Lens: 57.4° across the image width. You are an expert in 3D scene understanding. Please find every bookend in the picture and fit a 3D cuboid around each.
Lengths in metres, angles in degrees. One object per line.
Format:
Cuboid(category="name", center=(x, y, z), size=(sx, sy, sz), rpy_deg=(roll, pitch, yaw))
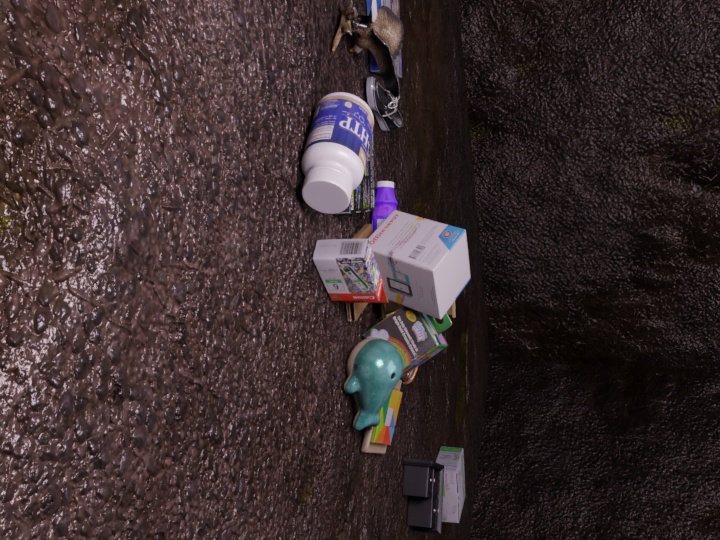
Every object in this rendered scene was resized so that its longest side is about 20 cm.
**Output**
Cuboid(category="bookend", center=(0.186, 0.678, 1.970), size=(0.200, 0.089, 0.205), rpy_deg=(48, 44, -63))

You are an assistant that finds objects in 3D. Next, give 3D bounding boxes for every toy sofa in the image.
Cuboid(category="toy sofa", center=(0.144, 0.075, 1.674), size=(0.098, 0.193, 0.086), rpy_deg=(-81, 164, -72))

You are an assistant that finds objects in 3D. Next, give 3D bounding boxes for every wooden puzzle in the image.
Cuboid(category="wooden puzzle", center=(0.060, 0.353, 1.611), size=(0.200, 0.036, 0.191), rpy_deg=(42, 61, -68))

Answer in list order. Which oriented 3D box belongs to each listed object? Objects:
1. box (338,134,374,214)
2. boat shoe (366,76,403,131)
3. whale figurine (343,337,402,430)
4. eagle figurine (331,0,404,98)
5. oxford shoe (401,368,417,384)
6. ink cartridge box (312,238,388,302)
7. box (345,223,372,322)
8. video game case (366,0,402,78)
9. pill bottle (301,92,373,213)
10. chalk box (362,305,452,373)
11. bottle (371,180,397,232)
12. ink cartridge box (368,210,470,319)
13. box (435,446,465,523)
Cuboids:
Cuboid(category="box", center=(-0.014, -0.227, 1.428), size=(0.192, 0.046, 0.207), rpy_deg=(-20, 110, -69))
Cuboid(category="boat shoe", center=(0.064, -0.415, 1.647), size=(0.200, 0.066, 0.076), rpy_deg=(57, 37, -60))
Cuboid(category="whale figurine", center=(0.034, 0.254, 1.440), size=(0.156, 0.102, 0.207), rpy_deg=(2, 97, -43))
Cuboid(category="eagle figurine", center=(0.034, -0.496, 1.427), size=(0.155, 0.196, 0.151), rpy_deg=(-60, -152, 8))
Cuboid(category="oxford shoe", center=(0.122, 0.215, 1.845), size=(0.073, 0.070, 0.206), rpy_deg=(37, 48, -44))
Cuboid(category="ink cartridge box", center=(-0.015, 0.022, 1.311), size=(0.203, 0.105, 0.051), rpy_deg=(70, 27, -47))
Cuboid(category="box", center=(0.000, 0.000, 1.502), size=(0.200, 0.021, 0.169), rpy_deg=(-49, 136, -64))
Cuboid(category="video game case", center=(0.062, -0.605, 1.682), size=(0.181, 0.044, 0.207), rpy_deg=(-26, 115, -70))
Cuboid(category="pill bottle", center=(-0.045, -0.212, 1.206), size=(0.121, 0.116, 0.205), rpy_deg=(65, 30, -53))
Cuboid(category="chalk box", center=(0.125, 0.155, 1.565), size=(0.127, 0.197, 0.124), rpy_deg=(60, 12, 15))
Cuboid(category="bottle", center=(0.061, -0.115, 1.630), size=(0.083, 0.063, 0.208), rpy_deg=(13, 77, -71))
Cuboid(category="ink cartridge box", center=(0.127, -0.018, 1.491), size=(0.147, 0.196, 0.149), rpy_deg=(-46, 139, -32))
Cuboid(category="box", center=(0.331, 0.788, 2.429), size=(0.176, 0.094, 0.207), rpy_deg=(-41, 128, -67))
